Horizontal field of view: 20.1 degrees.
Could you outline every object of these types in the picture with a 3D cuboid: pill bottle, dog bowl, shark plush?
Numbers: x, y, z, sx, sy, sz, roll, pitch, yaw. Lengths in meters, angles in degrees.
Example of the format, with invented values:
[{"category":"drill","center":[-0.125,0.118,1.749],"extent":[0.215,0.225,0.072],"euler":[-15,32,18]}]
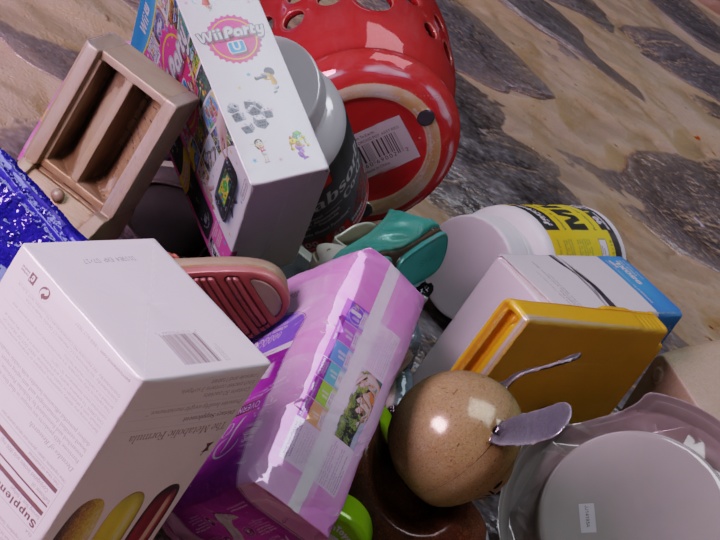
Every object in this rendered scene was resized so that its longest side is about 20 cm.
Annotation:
[{"category":"pill bottle","center":[-0.062,-0.099,1.629],"extent":[0.116,0.116,0.200],"euler":[45,-9,22]},{"category":"dog bowl","center":[0.198,0.190,1.473],"extent":[0.200,0.200,0.059],"euler":[45,-18,22]},{"category":"shark plush","center":[0.039,0.047,1.633],"extent":[0.091,0.083,0.200],"euler":[39,23,9]},{"category":"pill bottle","center":[0.149,-0.004,1.842],"extent":[0.114,0.114,0.200],"euler":[46,25,24]}]

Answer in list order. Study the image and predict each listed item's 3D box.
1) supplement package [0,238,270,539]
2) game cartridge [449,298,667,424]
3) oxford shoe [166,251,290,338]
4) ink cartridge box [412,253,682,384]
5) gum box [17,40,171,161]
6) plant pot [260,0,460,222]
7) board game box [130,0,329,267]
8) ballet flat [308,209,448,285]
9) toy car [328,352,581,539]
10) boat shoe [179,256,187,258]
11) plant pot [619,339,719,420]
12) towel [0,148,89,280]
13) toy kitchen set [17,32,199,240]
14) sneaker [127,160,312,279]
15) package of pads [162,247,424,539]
[{"category":"supplement package","center":[-0.163,0.094,1.118],"extent":[0.110,0.200,0.114],"euler":[45,26,24]},{"category":"game cartridge","center":[0.128,0.097,1.541],"extent":[0.200,0.177,0.032],"euler":[5,37,-51]},{"category":"oxford shoe","center":[-0.128,0.009,1.337],"extent":[0.071,0.199,0.075],"euler":[63,35,-33]},{"category":"ink cartridge box","center":[0.154,0.065,1.677],"extent":[0.084,0.145,0.200],"euler":[46,25,27]},{"category":"gum box","center":[-0.170,-0.122,1.634],"extent":[0.066,0.114,0.200],"euler":[42,24,16]},{"category":"plant pot","center":[-0.009,-0.160,1.825],"extent":[0.200,0.201,0.183],"euler":[25,28,-23]},{"category":"board game box","center":[-0.097,-0.115,1.446],"extent":[0.064,0.148,0.201],"euler":[-14,67,-20]},{"category":"ballet flat","center":[0.000,0.000,1.573],"extent":[0.070,0.068,0.200],"euler":[18,23,19]},{"category":"toy car","center":[0.068,0.129,1.338],"extent":[0.158,0.200,0.164],"euler":[48,21,-14]},{"category":"boat shoe","center":[-0.095,0.057,1.452],"extent":[0.062,0.075,0.200],"euler":[-11,41,-45]},{"category":"plant pot","center":[0.301,0.171,1.631],"extent":[0.176,0.200,0.200],"euler":[12,32,-30]},{"category":"towel","center":[-0.212,0.027,1.250],"extent":[0.200,0.050,0.148],"euler":[45,63,3]},{"category":"toy kitchen set","center":[-0.252,-0.075,1.349],"extent":[0.163,0.181,0.200],"euler":[38,24,8]},{"category":"sneaker","center":[-0.104,-0.006,1.553],"extent":[0.200,0.075,0.106],"euler":[32,23,-11]},{"category":"package of pads","center":[-0.044,0.088,1.292],"extent":[0.076,0.120,0.200],"euler":[38,52,-20]}]
